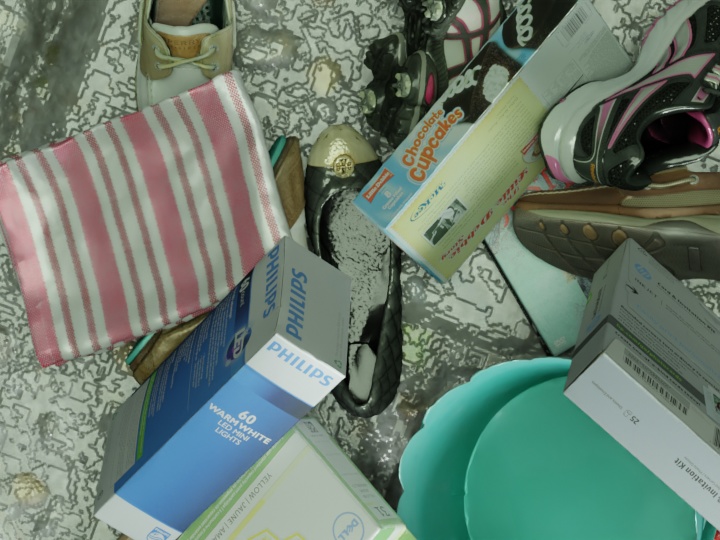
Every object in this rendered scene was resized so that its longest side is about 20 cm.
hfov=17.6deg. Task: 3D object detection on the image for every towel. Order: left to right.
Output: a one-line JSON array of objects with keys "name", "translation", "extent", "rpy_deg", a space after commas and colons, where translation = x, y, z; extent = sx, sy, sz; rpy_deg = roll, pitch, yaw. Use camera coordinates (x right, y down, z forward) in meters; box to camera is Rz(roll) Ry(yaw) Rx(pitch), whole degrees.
[{"name": "towel", "translation": [-0.147, -0.032, 1.550], "extent": [0.199, 0.030, 0.147], "rpy_deg": [-19, 87, 16]}]

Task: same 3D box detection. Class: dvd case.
[{"name": "dvd case", "translation": [0.142, -0.062, 1.607], "extent": [0.145, 0.022, 0.201], "rpy_deg": [-30, 90, 0]}]

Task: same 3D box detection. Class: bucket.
[{"name": "bucket", "translation": [0.135, 0.154, 1.532], "extent": [0.206, 0.135, 0.209], "rpy_deg": [0, 89, 16]}]

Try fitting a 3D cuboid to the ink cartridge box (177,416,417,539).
[{"name": "ink cartridge box", "translation": [-0.022, 0.214, 1.493], "extent": [0.146, 0.048, 0.200], "rpy_deg": [-49, 66, 17]}]

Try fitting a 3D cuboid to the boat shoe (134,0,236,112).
[{"name": "boat shoe", "translation": [-0.120, -0.155, 1.577], "extent": [0.074, 0.068, 0.202], "rpy_deg": [-4, 92, 0]}]

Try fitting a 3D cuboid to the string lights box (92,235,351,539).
[{"name": "string lights box", "translation": [-0.090, 0.082, 1.512], "extent": [0.059, 0.103, 0.200], "rpy_deg": [33, 122, -21]}]

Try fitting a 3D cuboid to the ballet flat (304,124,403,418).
[{"name": "ballet flat", "translation": [0.000, 0.000, 1.588], "extent": [0.066, 0.057, 0.202], "rpy_deg": [-7, 91, -1]}]

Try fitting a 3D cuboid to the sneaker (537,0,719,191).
[{"name": "sneaker", "translation": [0.217, -0.110, 1.546], "extent": [0.200, 0.086, 0.081], "rpy_deg": [-41, 132, -20]}]

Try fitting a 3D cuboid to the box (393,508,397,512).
[{"name": "box", "translation": [0.004, 0.265, 1.591], "extent": [0.069, 0.064, 0.202], "rpy_deg": [-2, 91, -1]}]

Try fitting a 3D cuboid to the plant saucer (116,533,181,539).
[{"name": "plant saucer", "translation": [-0.094, 0.249, 1.574], "extent": [0.199, 0.029, 0.202], "rpy_deg": [0, 90, 25]}]

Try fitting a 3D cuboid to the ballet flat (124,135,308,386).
[{"name": "ballet flat", "translation": [-0.079, 0.006, 1.584], "extent": [0.072, 0.068, 0.201], "rpy_deg": [34, 93, -6]}]

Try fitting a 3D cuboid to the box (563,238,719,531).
[{"name": "box", "translation": [0.204, 0.074, 1.455], "extent": [0.156, 0.200, 0.041], "rpy_deg": [41, 114, -6]}]

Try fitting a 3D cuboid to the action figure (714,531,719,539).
[{"name": "action figure", "translation": [0.244, 0.219, 1.603], "extent": [0.200, 0.052, 0.066], "rpy_deg": [-39, 87, -2]}]

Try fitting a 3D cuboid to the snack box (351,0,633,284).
[{"name": "snack box", "translation": [0.089, -0.092, 1.537], "extent": [0.037, 0.116, 0.200], "rpy_deg": [41, 90, 29]}]

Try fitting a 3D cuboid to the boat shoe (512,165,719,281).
[{"name": "boat shoe", "translation": [0.203, -0.036, 1.570], "extent": [0.198, 0.076, 0.072], "rpy_deg": [5, 58, 8]}]

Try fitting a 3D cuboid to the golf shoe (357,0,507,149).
[{"name": "golf shoe", "translation": [0.064, -0.171, 1.526], "extent": [0.088, 0.077, 0.201], "rpy_deg": [-4, 132, -31]}]
